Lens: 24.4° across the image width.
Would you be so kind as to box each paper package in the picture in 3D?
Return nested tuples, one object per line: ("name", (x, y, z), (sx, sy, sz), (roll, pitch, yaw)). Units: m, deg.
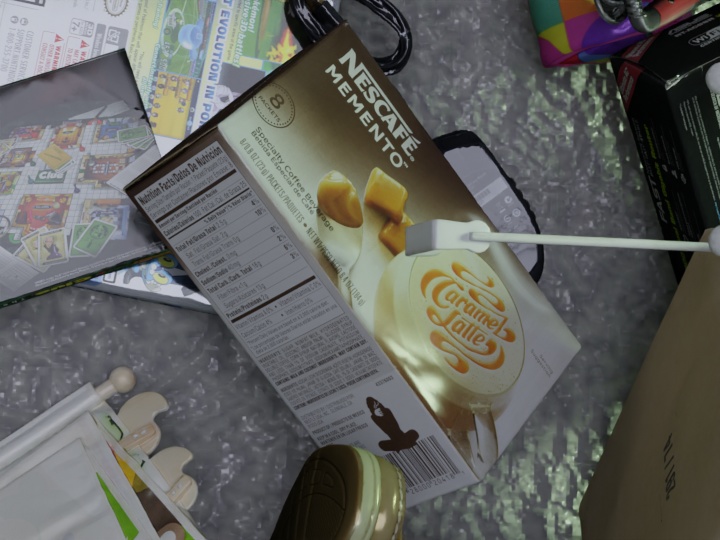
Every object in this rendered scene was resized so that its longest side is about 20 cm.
("paper package", (0.176, 0.111, 0.739), (0.103, 0.200, 0.191), (17, 119, -6))

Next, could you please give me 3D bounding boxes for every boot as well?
("boot", (0.035, 0.149, 0.770), (0.154, 0.200, 0.072), (14, 57, -7))

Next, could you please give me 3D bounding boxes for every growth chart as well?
("growth chart", (-0.135, 0.134, 0.771), (0.144, 0.200, 0.018), (-27, 133, -3))

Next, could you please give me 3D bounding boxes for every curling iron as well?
("curling iron", (0.176, -0.156, 0.824), (0.200, 0.026, 0.050), (-24, 100, -44))

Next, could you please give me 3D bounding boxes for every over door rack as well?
("over door rack", (0.119, -0.077, 0.712), (0.199, 0.067, 0.148), (1, 84, -8))

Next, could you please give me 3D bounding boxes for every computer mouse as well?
("computer mouse", (0.028, -0.070, 0.858), (0.059, 0.034, 0.200), (-33, 93, -2))

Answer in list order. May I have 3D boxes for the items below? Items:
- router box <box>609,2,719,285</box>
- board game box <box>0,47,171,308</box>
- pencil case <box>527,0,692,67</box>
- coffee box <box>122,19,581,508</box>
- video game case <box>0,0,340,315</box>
("router box", (0.225, -0.046, 0.830), (0.149, 0.062, 0.200), (-25, 116, -8))
("board game box", (-0.194, -0.030, 0.814), (0.199, 0.023, 0.105), (-18, 89, -9))
("pencil case", (0.119, -0.201, 0.860), (0.088, 0.088, 0.201), (-12, 87, -8))
("coffee box", (0.000, 0.000, 0.794), (0.200, 0.080, 0.114), (54, 45, -9))
("video game case", (-0.112, -0.087, 0.852), (0.182, 0.022, 0.201), (11, 83, -6))
